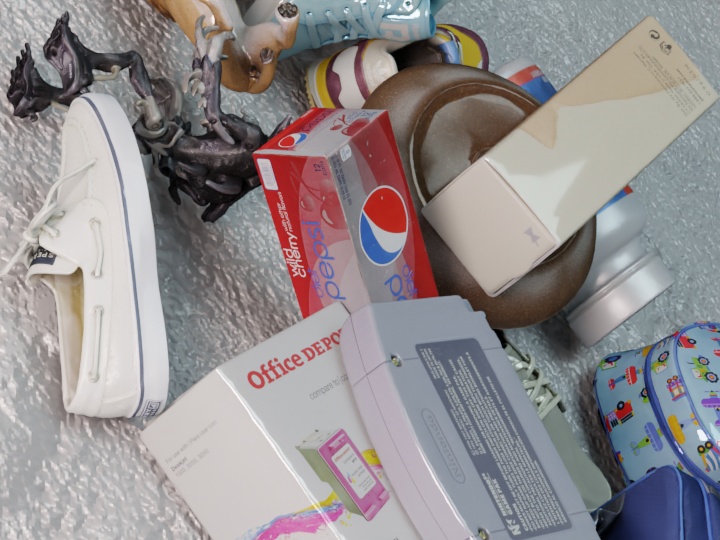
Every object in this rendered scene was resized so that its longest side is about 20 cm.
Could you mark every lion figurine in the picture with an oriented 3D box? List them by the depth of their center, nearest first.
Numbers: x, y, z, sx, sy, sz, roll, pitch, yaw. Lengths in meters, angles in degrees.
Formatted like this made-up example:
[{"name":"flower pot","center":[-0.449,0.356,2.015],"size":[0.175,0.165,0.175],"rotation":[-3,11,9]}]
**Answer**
[{"name":"lion figurine","center":[-0.099,-0.174,1.659],"size":[0.072,0.123,0.201],"rotation":[-13,55,-16]}]

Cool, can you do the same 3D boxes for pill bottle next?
[{"name":"pill bottle","center":[0.140,-0.047,1.817],"size":[0.200,0.112,0.112],"rotation":[53,34,5]}]

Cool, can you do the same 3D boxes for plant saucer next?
[{"name":"plant saucer","center":[0.087,-0.059,1.701],"size":[0.199,0.037,0.202],"rotation":[12,63,-25]}]

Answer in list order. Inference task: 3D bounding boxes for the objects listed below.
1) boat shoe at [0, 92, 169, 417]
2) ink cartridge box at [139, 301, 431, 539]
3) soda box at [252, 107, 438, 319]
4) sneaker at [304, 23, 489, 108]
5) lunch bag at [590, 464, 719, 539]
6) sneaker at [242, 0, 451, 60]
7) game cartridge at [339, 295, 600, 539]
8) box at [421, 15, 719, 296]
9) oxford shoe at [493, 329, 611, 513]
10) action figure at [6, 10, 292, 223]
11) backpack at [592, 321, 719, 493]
[{"name":"boat shoe","center":[-0.172,-0.009,1.463],"size":[0.086,0.075,0.203],"rotation":[-2,75,-24]},{"name":"ink cartridge box","center":[-0.017,0.135,1.491],"size":[0.200,0.085,0.144],"rotation":[53,34,6]},{"name":"soda box","center":[0.000,0.000,1.566],"size":[0.070,0.063,0.201],"rotation":[-40,124,-42]},{"name":"sneaker","center":[0.051,-0.145,1.816],"size":[0.200,0.090,0.075],"rotation":[-22,97,-50]},{"name":"lunch bag","center":[0.199,0.224,1.601],"size":[0.132,0.136,0.201],"rotation":[31,38,-25]},{"name":"sneaker","center":[0.011,-0.189,1.728],"size":[0.082,0.199,0.074],"rotation":[60,1,26]},{"name":"game cartridge","center":[0.065,0.109,1.504],"size":[0.133,0.042,0.201],"rotation":[-6,63,-47]},{"name":"box","center":[0.142,-0.078,1.662],"size":[0.078,0.095,0.200],"rotation":[50,52,0]},{"name":"oxford shoe","center":[0.105,0.088,1.698],"size":[0.200,0.058,0.075],"rotation":[49,32,-3]},{"name":"action figure","center":[-0.117,-0.104,1.583],"size":[0.199,0.119,0.103],"rotation":[23,51,-24]},{"name":"backpack","center":[0.274,0.112,1.799],"size":[0.199,0.135,0.183],"rotation":[16,45,-35]}]
